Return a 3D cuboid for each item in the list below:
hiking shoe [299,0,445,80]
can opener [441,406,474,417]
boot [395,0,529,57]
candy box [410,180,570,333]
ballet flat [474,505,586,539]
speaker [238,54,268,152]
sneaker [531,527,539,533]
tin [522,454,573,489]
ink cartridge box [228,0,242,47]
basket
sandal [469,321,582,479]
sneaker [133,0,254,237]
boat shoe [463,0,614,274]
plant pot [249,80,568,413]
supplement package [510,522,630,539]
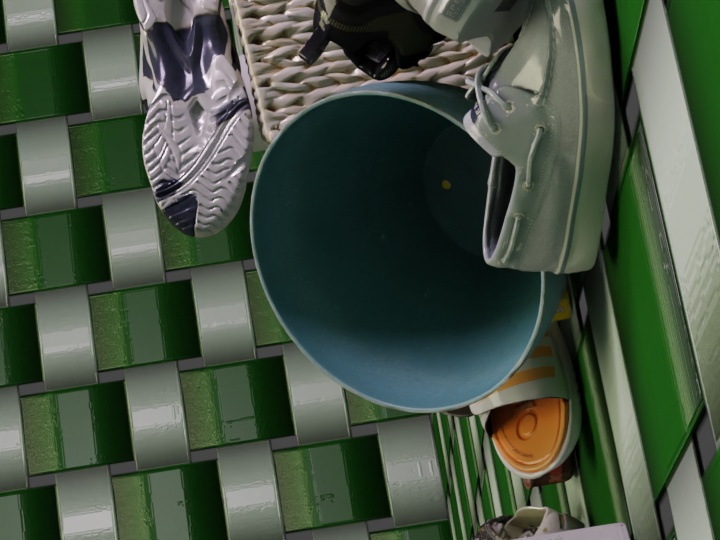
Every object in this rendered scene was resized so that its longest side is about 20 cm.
[{"bbox_3d":[0.028,-0.165,1.111,0.076,0.101,0.200,44,-155,19],"label":"hiking shoe"},{"bbox_3d":[0.051,0.013,1.400,0.067,0.053,0.201,-20,86,66],"label":"can opener"},{"bbox_3d":[0.045,-0.167,0.971,0.096,0.074,0.200,41,-169,7],"label":"boot"},{"bbox_3d":[0.075,-0.034,1.292,0.200,0.102,0.026,-99,-4,-47],"label":"candy box"},{"bbox_3d":[0.125,0.198,1.311,0.200,0.072,0.072,176,85,-76],"label":"ballet flat"},{"bbox_3d":[0.001,-0.150,1.520,0.081,0.199,0.082,171,90,-89],"label":"speaker"},{"bbox_3d":[0.137,0.294,1.421,0.085,0.077,0.201,60,-158,-73],"label":"sneaker"},{"bbox_3d":[0.120,0.063,1.371,0.112,0.042,0.201,77,-177,-52],"label":"tin"},{"bbox_3d":[-0.014,-0.248,1.533,0.145,0.199,0.084,91,170,-83],"label":"ink cartridge box"},{"bbox_3d":[0.005,-0.179,1.349,0.200,0.197,0.162,-138,37,-87],"label":"basket"},{"bbox_3d":[0.092,0.044,1.276,0.079,0.059,0.207,-37,49,37],"label":"sandal"},{"bbox_3d":[-0.115,-0.111,1.332,0.130,0.079,0.200,74,-179,-77],"label":"sneaker"},{"bbox_3d":[0.089,-0.075,0.973,0.070,0.071,0.201,-100,6,-48],"label":"boat shoe"},{"bbox_3d":[0.051,-0.030,1.161,0.135,0.199,0.201,-33,-60,-53],"label":"plant pot"},{"bbox_3d":[0.114,0.267,1.138,0.120,0.121,0.201,-101,3,-47],"label":"supplement package"}]
